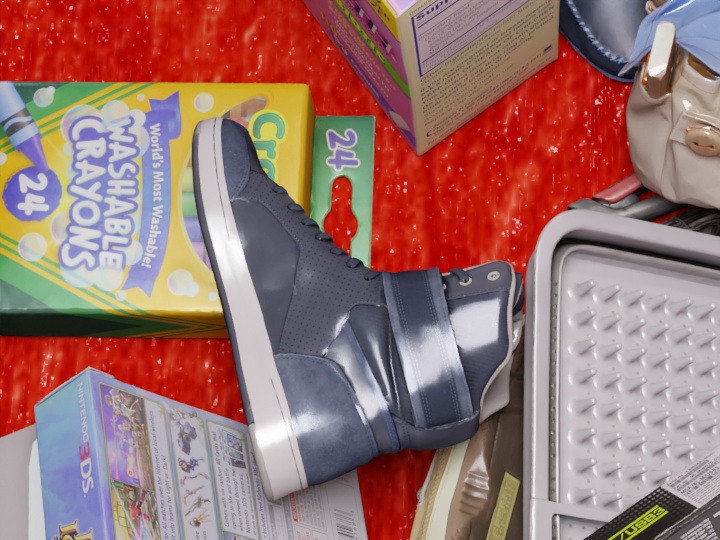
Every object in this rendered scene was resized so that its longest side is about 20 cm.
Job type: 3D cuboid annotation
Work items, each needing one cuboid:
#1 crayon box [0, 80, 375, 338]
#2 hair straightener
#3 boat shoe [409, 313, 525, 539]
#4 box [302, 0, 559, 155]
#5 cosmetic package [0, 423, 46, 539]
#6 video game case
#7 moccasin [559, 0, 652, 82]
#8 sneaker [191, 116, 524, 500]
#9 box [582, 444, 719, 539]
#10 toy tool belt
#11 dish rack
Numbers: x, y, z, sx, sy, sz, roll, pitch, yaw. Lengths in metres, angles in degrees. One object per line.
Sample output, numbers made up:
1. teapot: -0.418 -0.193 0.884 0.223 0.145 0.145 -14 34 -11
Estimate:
1. crayon box: -0.094 -0.032 1.198 0.198 0.052 0.127 1 74 4
2. hair straightener: 0.183 -0.036 1.181 0.199 0.041 0.077 -28 74 -9
3. boat shoe: 0.057 0.105 1.138 0.072 0.076 0.201 40 56 -19
4. box: 0.012 -0.181 1.156 0.096 0.200 0.176 -35 75 -6
5. cosmetic package: -0.129 0.177 1.112 0.090 0.107 0.201 -23 72 -1
6. video game case: -0.063 0.163 1.058 0.045 0.181 0.201 -31 53 31
7. moccasin: 0.112 -0.196 1.220 0.080 0.068 0.201 -22 74 -2
8. sneaker: 0.000 0.001 1.108 0.145 0.077 0.204 -16 62 -2
9. box: 0.150 0.206 1.054 0.199 0.047 0.194 -33 110 -12
10. toy tool belt: 0.195 -0.134 1.139 0.124 0.123 0.201 13 57 31
11. dish rack: 0.147 0.080 1.123 0.170 0.043 0.202 10 72 -25
